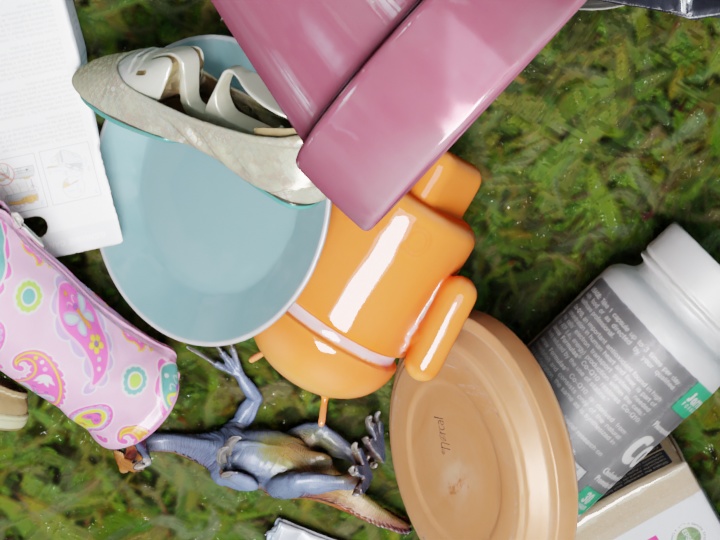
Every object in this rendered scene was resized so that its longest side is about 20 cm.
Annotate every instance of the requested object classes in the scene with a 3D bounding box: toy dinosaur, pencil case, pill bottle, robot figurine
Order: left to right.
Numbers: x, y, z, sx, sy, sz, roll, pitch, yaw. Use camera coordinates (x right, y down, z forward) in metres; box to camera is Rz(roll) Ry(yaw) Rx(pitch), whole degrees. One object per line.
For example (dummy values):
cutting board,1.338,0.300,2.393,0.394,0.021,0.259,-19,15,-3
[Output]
pencil case,-0.206,0.035,0.875,0.087,0.088,0.200,-38,124,7
toy dinosaur,-0.078,0.146,0.951,0.179,0.105,0.202,-9,119,17
robot figurine,-0.001,-0.001,0.893,0.143,0.117,0.201,30,99,-12
pill bottle,0.180,0.069,0.930,0.113,0.113,0.200,42,101,-15

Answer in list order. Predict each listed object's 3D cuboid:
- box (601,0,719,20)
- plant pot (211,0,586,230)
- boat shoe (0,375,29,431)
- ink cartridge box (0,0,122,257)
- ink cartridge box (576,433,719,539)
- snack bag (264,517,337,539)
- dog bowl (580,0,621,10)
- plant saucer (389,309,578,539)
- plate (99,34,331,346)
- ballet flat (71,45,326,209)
box,0.174,-0.251,0.719,0.123,0.197,0.202,-11,109,-16
plant pot,0.009,-0.152,0.667,0.179,0.200,0.200,45,99,-1
boat shoe,-0.295,0.039,0.859,0.200,0.073,0.064,33,85,-20
ink cartridge box,-0.256,-0.104,0.882,0.161,0.057,0.202,-12,114,-1
ink cartridge box,0.210,0.244,1.007,0.164,0.075,0.201,-31,106,6
snack bag,-0.011,0.302,1.035,0.198,0.021,0.190,20,104,-11
dog bowl,0.144,-0.272,0.853,0.197,0.059,0.203,-1,106,-5
plant saucer,0.073,0.128,0.898,0.032,0.200,0.203,-8,110,-29
plate,-0.096,-0.052,0.872,0.198,0.025,0.203,1,91,33
ballet flat,-0.092,-0.105,0.813,0.199,0.067,0.063,26,128,20
